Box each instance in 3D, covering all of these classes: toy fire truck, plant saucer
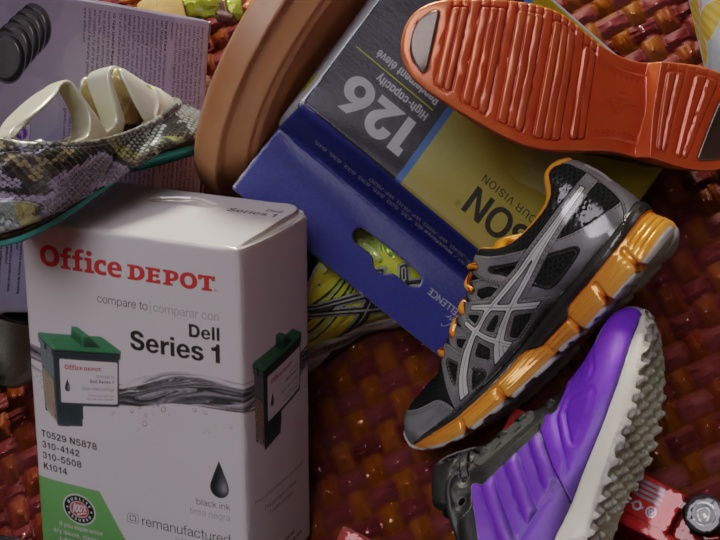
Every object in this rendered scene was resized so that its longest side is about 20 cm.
[{"bbox_3d":[0.095,0.156,0.712,0.198,0.049,0.142,26,79,27],"label":"toy fire truck"},{"bbox_3d":[-0.028,-0.127,0.798,0.032,0.200,0.201,33,81,11],"label":"plant saucer"}]

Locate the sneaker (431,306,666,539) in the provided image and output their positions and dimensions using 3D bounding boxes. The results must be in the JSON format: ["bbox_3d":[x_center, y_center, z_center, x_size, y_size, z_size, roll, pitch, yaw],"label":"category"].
[{"bbox_3d":[0.086,0.103,0.670,0.098,0.070,0.202,16,73,27],"label":"sneaker"}]

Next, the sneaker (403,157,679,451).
[{"bbox_3d":[0.085,0.023,0.726,0.077,0.078,0.200,47,116,13],"label":"sneaker"}]

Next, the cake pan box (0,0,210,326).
[{"bbox_3d":[-0.183,-0.065,0.805,0.052,0.182,0.203,8,96,53],"label":"cake pan box"}]

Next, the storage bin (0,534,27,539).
[{"bbox_3d":[-0.179,0.256,0.707,0.134,0.094,0.203,24,72,-19],"label":"storage bin"}]

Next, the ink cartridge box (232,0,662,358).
[{"bbox_3d":[0.062,-0.068,0.764,0.197,0.047,0.201,38,79,-11],"label":"ink cartridge box"}]

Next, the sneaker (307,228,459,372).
[{"bbox_3d":[0.000,0.000,0.799,0.199,0.077,0.076,-32,59,3],"label":"sneaker"}]

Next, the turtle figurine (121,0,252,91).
[{"bbox_3d":[-0.145,-0.154,0.924,0.197,0.064,0.164,-7,75,1],"label":"turtle figurine"}]

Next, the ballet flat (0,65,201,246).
[{"bbox_3d":[-0.143,-0.076,0.731,0.071,0.200,0.073,10,114,24],"label":"ballet flat"}]

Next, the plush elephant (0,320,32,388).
[{"bbox_3d":[-0.299,0.045,0.861,0.199,0.164,0.157,-17,99,48],"label":"plush elephant"}]

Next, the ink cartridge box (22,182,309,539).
[{"bbox_3d":[-0.108,0.063,0.751,0.144,0.084,0.203,7,108,23],"label":"ink cartridge box"}]

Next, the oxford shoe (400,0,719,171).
[{"bbox_3d":[0.108,-0.093,0.716,0.197,0.073,0.072,17,88,-15],"label":"oxford shoe"}]

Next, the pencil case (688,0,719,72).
[{"bbox_3d":[0.242,-0.153,0.773,0.089,0.083,0.203,-9,65,3],"label":"pencil case"}]
